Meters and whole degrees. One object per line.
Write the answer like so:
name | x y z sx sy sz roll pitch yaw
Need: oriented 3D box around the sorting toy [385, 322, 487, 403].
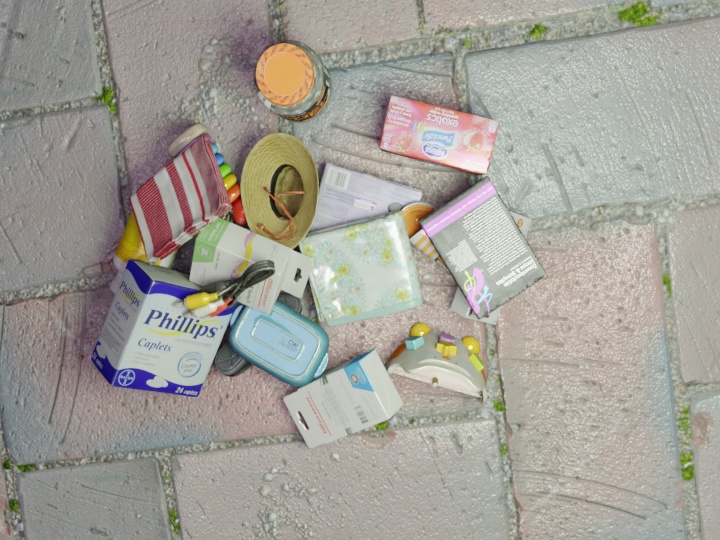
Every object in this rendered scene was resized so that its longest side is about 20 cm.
sorting toy | 0.145 0.172 1.433 0.196 0.180 0.109 15 97 2

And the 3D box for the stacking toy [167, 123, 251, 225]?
stacking toy | -0.262 -0.166 1.491 0.085 0.085 0.201 -38 98 7

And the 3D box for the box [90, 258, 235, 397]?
box | -0.351 0.106 1.455 0.104 0.182 0.203 31 101 46

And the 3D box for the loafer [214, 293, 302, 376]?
loafer | -0.186 0.122 1.521 0.199 0.063 0.072 -42 65 -5

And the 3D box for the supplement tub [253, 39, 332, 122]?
supplement tub | -0.115 -0.324 1.397 0.120 0.200 0.126 0 96 5

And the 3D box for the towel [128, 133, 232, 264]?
towel | -0.312 -0.119 1.383 0.198 0.023 0.146 -32 67 24

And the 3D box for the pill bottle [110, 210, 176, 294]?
pill bottle | -0.389 -0.046 1.492 0.103 0.104 0.203 25 96 2

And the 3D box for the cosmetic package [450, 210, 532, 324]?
cosmetic package | 0.235 -0.010 1.456 0.081 0.050 0.204 13 98 -38

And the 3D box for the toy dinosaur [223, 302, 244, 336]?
toy dinosaur | -0.208 0.026 1.508 0.199 0.047 0.089 -40 80 1

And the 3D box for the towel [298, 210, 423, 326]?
towel | 0.000 0.000 1.442 0.196 0.048 0.175 -13 107 11

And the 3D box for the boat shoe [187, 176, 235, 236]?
boat shoe | -0.261 -0.095 1.461 0.072 0.075 0.203 2 133 9

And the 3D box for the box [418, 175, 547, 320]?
box | 0.210 -0.038 1.396 0.141 0.036 0.202 -32 92 6

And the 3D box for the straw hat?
straw hat | -0.121 -0.138 1.446 0.198 0.084 0.206 3 95 37

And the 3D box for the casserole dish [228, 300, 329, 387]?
casserole dish | -0.148 0.126 1.463 0.197 0.039 0.123 29 85 2

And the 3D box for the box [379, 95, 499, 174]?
box | 0.137 -0.237 1.437 0.196 0.100 0.098 14 96 2

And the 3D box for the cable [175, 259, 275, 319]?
cable | -0.211 0.040 1.369 0.197 0.097 0.051 -18 64 27

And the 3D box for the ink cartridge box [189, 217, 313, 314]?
ink cartridge box | -0.191 -0.001 1.416 0.196 0.068 0.118 22 137 0

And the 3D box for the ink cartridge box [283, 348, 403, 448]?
ink cartridge box | -0.034 0.237 1.488 0.198 0.066 0.117 -27 93 33

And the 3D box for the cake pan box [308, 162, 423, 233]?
cake pan box | -0.001 -0.082 1.487 0.196 0.052 0.188 15 94 3

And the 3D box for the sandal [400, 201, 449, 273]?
sandal | 0.155 -0.046 1.448 0.206 0.059 0.080 38 90 -17
